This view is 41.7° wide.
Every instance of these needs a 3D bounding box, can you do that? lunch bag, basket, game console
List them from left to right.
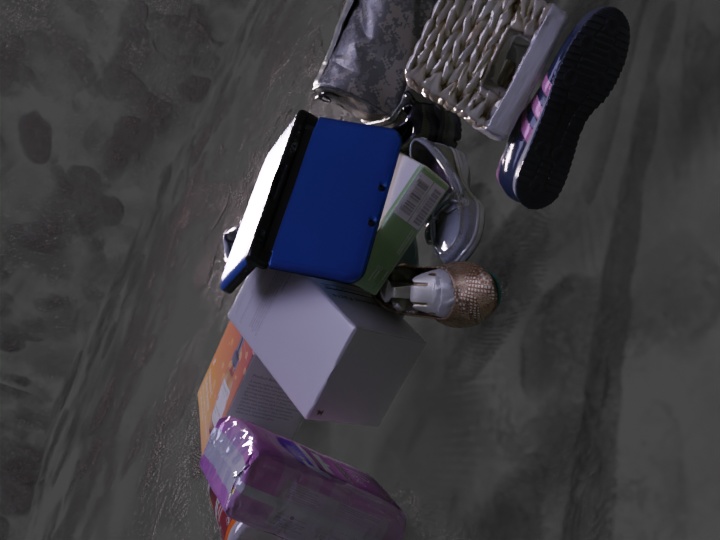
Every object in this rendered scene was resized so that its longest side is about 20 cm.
[{"bbox_3d":[-0.057,-0.065,1.068,0.170,0.117,0.203,-39,29,58],"label":"game console"},{"bbox_3d":[0.040,-0.293,1.265,0.203,0.166,0.139,-68,22,-3],"label":"lunch bag"},{"bbox_3d":[0.122,-0.224,0.984,0.137,0.122,0.200,-63,0,9],"label":"basket"}]

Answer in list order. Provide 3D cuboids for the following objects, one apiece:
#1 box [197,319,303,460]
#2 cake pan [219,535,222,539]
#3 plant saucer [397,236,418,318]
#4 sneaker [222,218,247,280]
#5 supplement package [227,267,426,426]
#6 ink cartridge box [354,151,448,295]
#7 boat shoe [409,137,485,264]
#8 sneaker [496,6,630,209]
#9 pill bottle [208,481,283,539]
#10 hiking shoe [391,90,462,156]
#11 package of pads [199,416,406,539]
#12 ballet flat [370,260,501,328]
[{"bbox_3d":[-0.143,0.157,1.312,0.202,0.105,0.153,-63,24,26],"label":"box"},{"bbox_3d":[-0.162,0.412,1.238,0.201,0.036,0.203,-51,27,37],"label":"cake pan"},{"bbox_3d":[0.000,0.000,1.173,0.198,0.027,0.205,-9,77,41],"label":"plant saucer"},{"bbox_3d":[-0.130,-0.067,1.380,0.070,0.108,0.203,-30,33,52],"label":"sneaker"},{"bbox_3d":[-0.043,0.068,1.093,0.200,0.119,0.123,46,112,43],"label":"supplement package"},{"bbox_3d":[0.007,-0.073,1.095,0.147,0.048,0.200,-56,26,5],"label":"ink cartridge box"},{"bbox_3d":[0.092,-0.079,1.073,0.075,0.064,0.204,-51,27,35],"label":"boat shoe"},{"bbox_3d":[0.188,-0.164,0.923,0.203,0.069,0.082,-63,24,8],"label":"sneaker"},{"bbox_3d":[-0.129,0.284,1.173,0.111,0.108,0.200,-63,26,10],"label":"pill bottle"},{"bbox_3d":[0.041,-0.130,1.196,0.202,0.099,0.076,-59,22,21],"label":"hiking shoe"},{"bbox_3d":[-0.058,0.225,0.954,0.077,0.198,0.120,-60,25,2],"label":"package of pads"},{"bbox_3d":[0.070,0.026,1.002,0.199,0.064,0.072,-5,88,63],"label":"ballet flat"}]
